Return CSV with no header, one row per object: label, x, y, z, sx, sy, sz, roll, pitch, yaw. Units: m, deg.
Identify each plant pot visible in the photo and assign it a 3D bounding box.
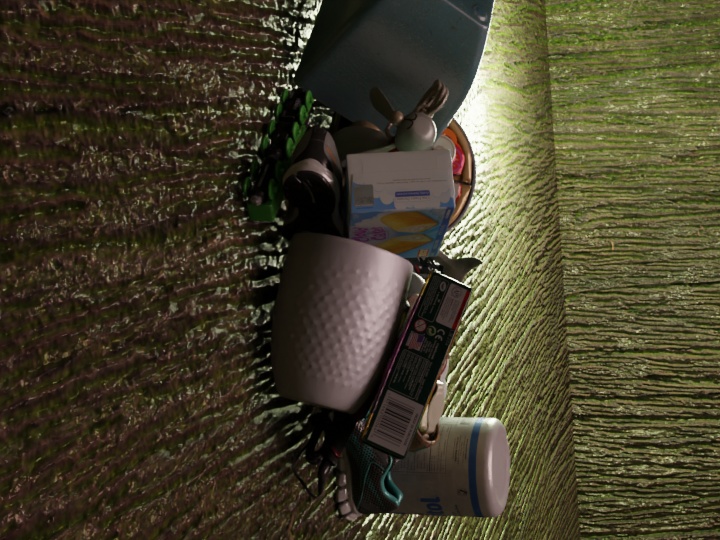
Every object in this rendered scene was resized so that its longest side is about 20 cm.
plant pot,0.065,-0.300,1.358,0.194,0.200,0.198,30,47,-17

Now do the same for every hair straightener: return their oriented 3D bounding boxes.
hair straightener,-0.031,0.190,1.328,0.041,0.076,0.202,47,44,-25

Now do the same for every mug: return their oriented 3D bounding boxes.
mug,-0.023,0.070,1.269,0.200,0.145,0.179,42,61,-71

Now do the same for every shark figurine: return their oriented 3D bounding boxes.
shark figurine,0.059,-0.042,1.434,0.090,0.127,0.215,-51,131,-15

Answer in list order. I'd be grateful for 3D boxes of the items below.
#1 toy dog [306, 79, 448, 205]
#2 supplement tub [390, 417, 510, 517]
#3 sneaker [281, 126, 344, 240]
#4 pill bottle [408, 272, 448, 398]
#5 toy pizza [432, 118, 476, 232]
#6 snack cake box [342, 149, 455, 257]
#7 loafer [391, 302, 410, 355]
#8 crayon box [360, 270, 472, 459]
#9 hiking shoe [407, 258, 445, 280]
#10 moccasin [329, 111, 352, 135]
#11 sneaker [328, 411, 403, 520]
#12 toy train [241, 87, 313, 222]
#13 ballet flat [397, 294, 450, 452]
toy dog,0.004,-0.157,1.280,0.096,0.199,0.133,33,46,-19
supplement tub,0.097,0.267,1.509,0.132,0.196,0.135,-3,90,-70
sneaker,-0.048,-0.086,1.246,0.201,0.072,0.081,99,2,-65
pill bottle,0.063,0.107,1.559,0.113,0.110,0.202,-72,153,-44
toy pizza,0.065,-0.137,1.489,0.032,0.196,0.205,158,-67,-77
snack cake box,0.038,-0.069,1.241,0.200,0.113,0.069,97,-11,-76
loafer,0.017,0.095,1.414,0.072,0.072,0.202,-30,144,-33
crayon box,0.062,0.115,1.281,0.173,0.057,0.203,87,26,-81
hiking shoe,0.040,-0.021,1.563,0.199,0.086,0.075,39,33,-35
moccasin,-0.010,-0.126,1.407,0.078,0.072,0.205,107,-10,-68
sneaker,0.012,0.224,1.428,0.078,0.089,0.204,-46,131,-65
toy train,-0.090,-0.133,1.254,0.057,0.041,0.202,83,17,-44
ballet flat,0.085,0.132,1.423,0.067,0.067,0.204,5,84,-34
